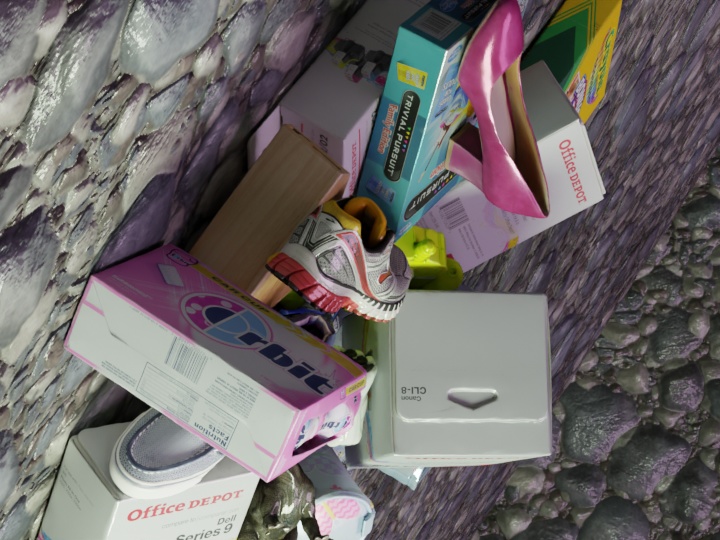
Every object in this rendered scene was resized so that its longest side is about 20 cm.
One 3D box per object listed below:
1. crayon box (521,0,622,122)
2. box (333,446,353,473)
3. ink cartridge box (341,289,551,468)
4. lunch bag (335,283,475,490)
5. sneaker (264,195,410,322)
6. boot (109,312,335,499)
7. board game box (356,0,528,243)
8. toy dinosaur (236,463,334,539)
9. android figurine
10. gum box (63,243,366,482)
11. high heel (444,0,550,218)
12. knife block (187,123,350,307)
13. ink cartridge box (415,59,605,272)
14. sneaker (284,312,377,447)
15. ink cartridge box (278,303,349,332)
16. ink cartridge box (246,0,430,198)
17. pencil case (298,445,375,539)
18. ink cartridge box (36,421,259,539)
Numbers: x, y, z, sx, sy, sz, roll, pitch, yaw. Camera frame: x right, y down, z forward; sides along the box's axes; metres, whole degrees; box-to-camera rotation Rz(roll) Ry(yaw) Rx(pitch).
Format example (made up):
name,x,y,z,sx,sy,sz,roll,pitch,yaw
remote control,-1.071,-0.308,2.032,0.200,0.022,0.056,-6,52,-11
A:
name,x,y,z,sx,sy,sz,roll,pitch,yaw
crayon box,0.220,-0.200,2.288,0.173,0.058,0.200,-53,164,-22
box,-0.033,0.190,2.267,0.137,0.040,0.200,-59,165,-3
ink cartridge box,0.073,0.099,1.802,0.200,0.145,0.145,151,-61,-75
lunch bag,0.037,0.099,2.067,0.200,0.169,0.127,-57,168,-17
sneaker,0.002,-0.012,1.579,0.082,0.078,0.200,-53,165,10
boot,-0.108,0.099,1.585,0.200,0.073,0.090,-32,160,-35
board game box,0.067,-0.140,1.666,0.151,0.047,0.200,-43,156,-45
toy dinosaur,-0.075,0.204,1.705,0.103,0.077,0.200,-104,-152,-42
android figurine,0.000,0.000,1.773,0.200,0.181,0.041,150,-60,-62
gum box,-0.101,0.067,1.490,0.113,0.200,0.066,-26,145,-61
high heel,0.124,-0.126,1.605,0.067,0.096,0.200,-44,157,-41
knife block,-0.101,0.001,1.588,0.176,0.064,0.200,-43,166,-32
ink cartridge box,0.109,-0.082,1.855,0.200,0.086,0.148,-29,149,0
sneaker,-0.045,0.093,1.804,0.075,0.200,0.081,-9,111,-18
ink cartridge box,-0.015,0.000,1.958,0.200,0.039,0.100,-54,165,-15
ink cartridge box,-0.008,-0.128,1.668,0.200,0.068,0.115,-51,162,-25
pencil case,-0.060,0.175,1.851,0.090,0.200,0.083,7,121,-30
ink cartridge box,-0.184,0.222,1.666,0.145,0.088,0.200,-8,130,-40
